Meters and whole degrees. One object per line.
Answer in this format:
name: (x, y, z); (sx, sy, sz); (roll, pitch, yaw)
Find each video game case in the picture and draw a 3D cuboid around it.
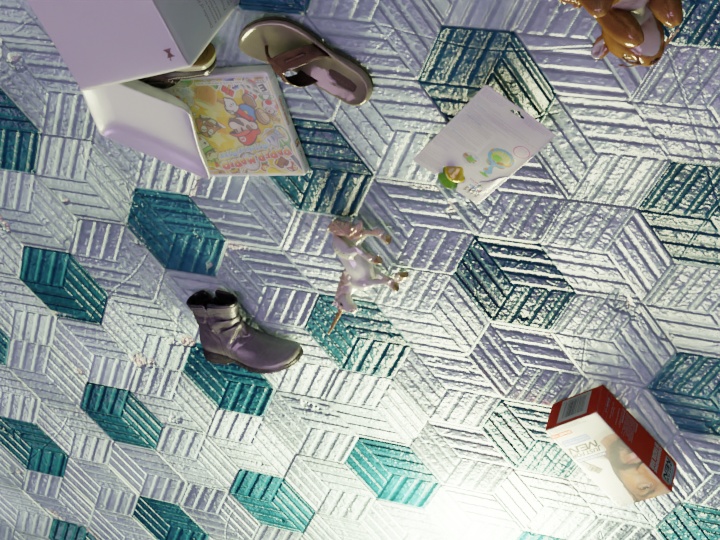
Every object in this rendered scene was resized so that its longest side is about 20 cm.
video game case: (-0.190, -0.217, 1.893); (0.197, 0.023, 0.184); (1, 132, 26)

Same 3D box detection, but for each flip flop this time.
flip flop: (-0.077, -0.278, 1.747); (0.198, 0.058, 0.081); (30, 138, -2)

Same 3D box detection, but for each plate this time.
plate: (-0.315, -0.226, 1.880); (0.197, 0.033, 0.201); (24, 159, 13)

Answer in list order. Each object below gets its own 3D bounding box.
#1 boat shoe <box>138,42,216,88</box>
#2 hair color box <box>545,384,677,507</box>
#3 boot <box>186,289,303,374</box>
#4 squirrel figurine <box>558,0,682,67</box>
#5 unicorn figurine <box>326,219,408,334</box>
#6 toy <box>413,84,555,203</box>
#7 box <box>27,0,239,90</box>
boat shoe: (-0.281, -0.296, 1.834); (0.197, 0.074, 0.065); (11, 142, 32)
hair color box: (0.401, 0.283, 2.047); (0.200, 0.064, 0.110); (44, 135, -19)
boot: (-0.201, 0.102, 2.183); (0.197, 0.070, 0.133); (2, 127, 20)
squirrel figurine: (0.288, -0.329, 1.466); (0.200, 0.141, 0.187); (50, 179, 31)
unicorn figurine: (0.000, 0.000, 1.981); (0.136, 0.074, 0.203); (5, 120, 36)
toy: (0.168, -0.177, 1.728); (0.114, 0.048, 0.200); (33, 141, -11)
box: (-0.306, -0.375, 1.685); (0.196, 0.172, 0.201); (-5, 129, 31)
